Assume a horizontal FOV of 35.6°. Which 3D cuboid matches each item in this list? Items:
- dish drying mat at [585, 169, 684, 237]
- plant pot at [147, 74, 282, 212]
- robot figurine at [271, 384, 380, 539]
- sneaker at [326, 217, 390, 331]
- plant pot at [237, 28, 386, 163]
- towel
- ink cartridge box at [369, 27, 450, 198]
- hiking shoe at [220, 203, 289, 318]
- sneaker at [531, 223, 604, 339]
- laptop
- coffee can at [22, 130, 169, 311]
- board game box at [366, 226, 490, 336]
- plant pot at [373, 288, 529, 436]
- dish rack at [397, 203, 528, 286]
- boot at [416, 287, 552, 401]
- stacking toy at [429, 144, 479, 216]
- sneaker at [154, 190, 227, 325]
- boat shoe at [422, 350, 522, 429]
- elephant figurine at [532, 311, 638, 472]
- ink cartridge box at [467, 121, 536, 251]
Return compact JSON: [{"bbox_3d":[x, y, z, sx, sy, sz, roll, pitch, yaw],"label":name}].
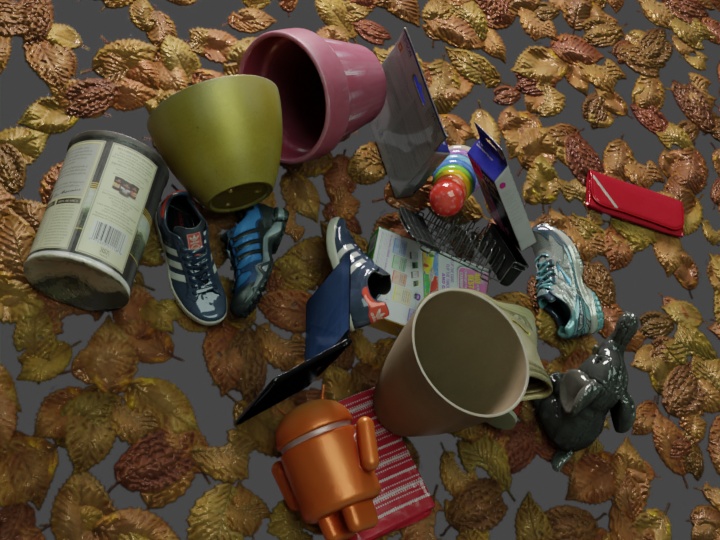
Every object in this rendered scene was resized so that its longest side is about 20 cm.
[{"bbox_3d":[0.491,-0.119,1.999,0.198,0.018,0.077,16,60,-16],"label":"dish drying mat"},{"bbox_3d":[-0.193,-0.169,1.617,0.198,0.200,0.143,-10,72,-27],"label":"plant pot"},{"bbox_3d":[-0.043,0.260,1.510,0.116,0.144,0.201,-15,72,-27],"label":"robot figurine"},{"bbox_3d":[0.000,0.000,1.657,0.084,0.075,0.201,-12,53,4],"label":"sneaker"},{"bbox_3d":[-0.062,-0.278,1.742,0.178,0.200,0.201,-19,75,-45],"label":"plant pot"},{"bbox_3d":[0.006,0.280,1.598,0.144,0.023,0.201,-19,73,-27],"label":"towel"},{"bbox_3d":[0.078,-0.247,1.772,0.040,0.200,0.201,-10,71,-26],"label":"ink cartridge box"},{"bbox_3d":[-0.169,-0.017,1.639,0.086,0.075,0.201,19,50,-6],"label":"hiking shoe"},{"bbox_3d":[0.320,0.018,1.827,0.086,0.078,0.201,-19,75,-26],"label":"sneaker"},{"bbox_3d":[-0.093,0.095,1.543,0.199,0.187,0.116,-26,78,-31],"label":"laptop"},{"bbox_3d":[-0.357,-0.067,1.528,0.145,0.146,0.202,20,60,-14],"label":"coffee can"},{"bbox_3d":[0.098,0.037,1.740,0.198,0.040,0.154,21,60,-14],"label":"board game box"},{"bbox_3d":[0.103,0.153,1.572,0.186,0.200,0.189,16,55,-24],"label":"plant pot"},{"bbox_3d":[0.153,-0.052,1.750,0.199,0.055,0.154,24,19,-19],"label":"dish rack"},{"bbox_3d":[0.184,0.113,1.654,0.198,0.073,0.156,15,42,-24],"label":"boot"},{"bbox_3d":[0.144,-0.136,1.760,0.085,0.086,0.200,39,21,-2],"label":"stacking toy"},{"bbox_3d":[-0.239,-0.022,1.595,0.074,0.085,0.201,-18,75,-29],"label":"sneaker"},{"bbox_3d":[0.159,0.162,1.692,0.199,0.071,0.063,33,49,-5],"label":"boat shoe"},{"bbox_3d":[0.351,0.182,1.688,0.141,0.200,0.156,-23,77,-30],"label":"elephant figurine"},{"bbox_3d":[0.214,-0.128,1.736,0.037,0.201,0.095,-29,41,-4],"label":"ink cartridge box"}]
